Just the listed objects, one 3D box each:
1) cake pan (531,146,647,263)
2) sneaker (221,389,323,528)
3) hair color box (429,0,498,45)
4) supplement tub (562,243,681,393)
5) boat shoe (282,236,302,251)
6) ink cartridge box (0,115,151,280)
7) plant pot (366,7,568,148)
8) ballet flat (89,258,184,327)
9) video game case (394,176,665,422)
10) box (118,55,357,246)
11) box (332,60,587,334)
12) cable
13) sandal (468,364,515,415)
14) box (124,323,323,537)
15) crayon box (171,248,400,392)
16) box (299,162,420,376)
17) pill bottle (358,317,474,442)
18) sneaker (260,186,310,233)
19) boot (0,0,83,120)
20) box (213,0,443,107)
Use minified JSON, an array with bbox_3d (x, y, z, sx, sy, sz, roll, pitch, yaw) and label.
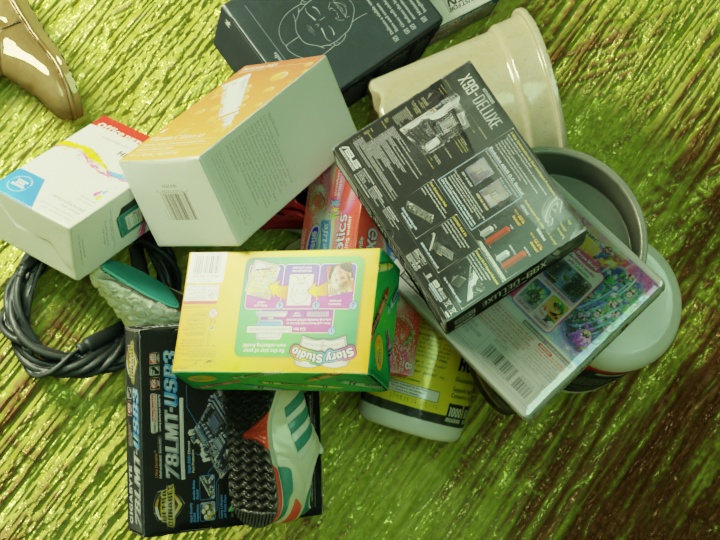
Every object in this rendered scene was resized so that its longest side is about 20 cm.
[{"bbox_3d":[0.176,-0.021,1.350,0.197,0.037,0.203,-3,70,9],"label":"cake pan"},{"bbox_3d":[-0.080,0.147,1.363,0.070,0.093,0.203,-8,79,32],"label":"sneaker"},{"bbox_3d":[0.066,-0.367,1.599,0.099,0.061,0.202,-27,83,-16],"label":"hair color box"},{"bbox_3d":[0.235,0.050,1.456,0.138,0.200,0.143,3,75,-10],"label":"supplement tub"},{"bbox_3d":[0.016,-0.013,1.496,0.197,0.071,0.066,-6,77,-14],"label":"boat shoe"},{"bbox_3d":[-0.256,-0.085,1.406,0.115,0.068,0.200,24,45,27],"label":"ink cartridge box"},{"bbox_3d":[0.108,-0.161,1.503,0.181,0.201,0.203,-14,79,-2],"label":"plant pot"},{"bbox_3d":[-0.192,0.051,1.414,0.198,0.071,0.073,23,71,-28],"label":"ballet flat"},{"bbox_3d":[0.151,0.010,1.311,0.182,0.024,0.200,-42,68,-7],"label":"video game case"},{"bbox_3d":[-0.116,-0.117,1.372,0.200,0.123,0.098,-44,121,-38],"label":"box"},{"bbox_3d":[0.090,-0.069,1.297,0.157,0.050,0.201,-33,76,-4],"label":"box"},{"bbox_3d":[-0.279,0.028,1.444,0.162,0.051,0.202,29,70,-8],"label":"cable"},{"bbox_3d":[0.150,0.041,1.393,0.081,0.054,0.203,12,80,-44],"label":"sandal"},{"bbox_3d":[-0.134,0.151,1.386,0.196,0.049,0.203,-3,91,-29],"label":"box"},{"bbox_3d":[-0.069,0.046,1.292,0.197,0.058,0.121,-1,70,20],"label":"crayon box"},{"bbox_3d":[0.000,0.000,1.389,0.094,0.102,0.203,15,77,-36],"label":"box"},{"bbox_3d":[0.074,0.066,1.443,0.111,0.112,0.203,15,90,-7],"label":"pill bottle"},{"bbox_3d":[-0.108,-0.078,1.461,0.197,0.115,0.080,-5,83,-13],"label":"sneaker"},{"bbox_3d":[-0.410,-0.190,1.461,0.198,0.066,0.176,-29,71,-17],"label":"boot"},{"bbox_3d":[-0.037,-0.260,1.528,0.199,0.107,0.149,-35,85,-18],"label":"box"}]
